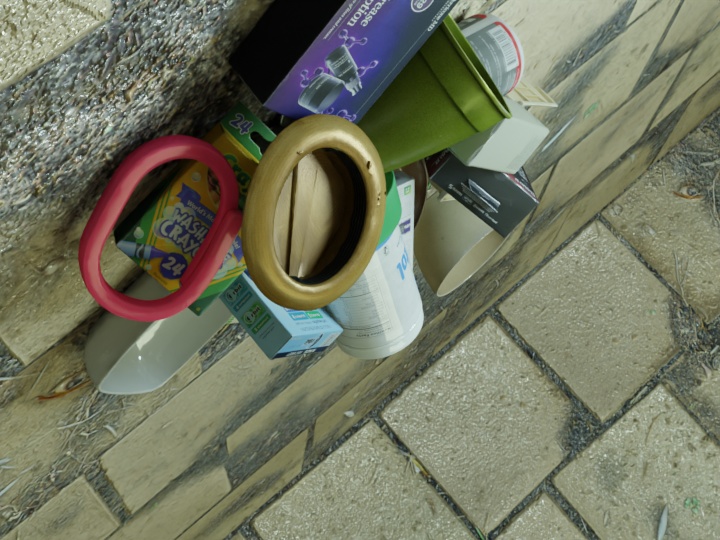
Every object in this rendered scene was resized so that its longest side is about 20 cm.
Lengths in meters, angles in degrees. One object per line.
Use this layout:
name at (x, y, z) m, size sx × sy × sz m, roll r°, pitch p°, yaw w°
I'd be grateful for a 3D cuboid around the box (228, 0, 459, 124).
box at (-0.013, -0.243, 1.139) m, size 0.200 × 0.079 × 0.141 m, roll -48°, pitch 151°, yaw 19°

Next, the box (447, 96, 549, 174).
box at (0.168, -0.177, 1.448) m, size 0.082 × 0.068 × 0.200 m, roll -50°, pitch 162°, yaw 15°

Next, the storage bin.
storage bin at (0.196, -0.219, 1.822) m, size 0.200 × 0.094 × 0.198 m, roll -50°, pitch 164°, yaw 22°

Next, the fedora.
fedora at (-0.062, -0.063, 1.177) m, size 0.199 × 0.081 × 0.203 m, roll -12°, pitch 109°, yaw -38°

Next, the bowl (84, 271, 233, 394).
bowl at (-0.253, 0.063, 1.435) m, size 0.200 × 0.075 × 0.200 m, roll -45°, pitch 167°, yaw 7°

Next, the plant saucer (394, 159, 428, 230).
plant saucer at (0.013, -0.092, 1.597) m, size 0.199 × 0.037 × 0.202 m, roll -27°, pitch 133°, yaw -33°

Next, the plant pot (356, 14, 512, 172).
plant pot at (0.038, -0.201, 1.285) m, size 0.192 × 0.202 × 0.200 m, roll -34°, pitch 168°, yaw 14°

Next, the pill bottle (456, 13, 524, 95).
pill bottle at (0.109, -0.245, 1.464) m, size 0.199 × 0.114 × 0.114 m, roll -33°, pitch 163°, yaw -35°

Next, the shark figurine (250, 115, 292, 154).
shark figurine at (-0.108, -0.114, 1.303) m, size 0.214 × 0.089 × 0.129 m, roll -36°, pitch 163°, yaw -36°

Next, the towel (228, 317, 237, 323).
towel at (-0.126, 0.055, 1.619) m, size 0.152 × 0.024 × 0.199 m, roll -18°, pitch 165°, yaw 42°

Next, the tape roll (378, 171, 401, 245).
tape roll at (-0.051, -0.071, 1.348) m, size 0.200 × 0.199 × 0.049 m, roll -36°, pitch 128°, yaw -28°

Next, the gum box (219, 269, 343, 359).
gum box at (-0.125, 0.016, 1.390) m, size 0.045 × 0.200 × 0.170 m, roll -45°, pitch 166°, yaw 14°

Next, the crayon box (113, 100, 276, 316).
crayon box at (-0.154, -0.066, 1.232) m, size 0.200 × 0.126 × 0.052 m, roll -45°, pitch -155°, yaw 5°

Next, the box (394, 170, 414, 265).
box at (0.013, -0.023, 1.587) m, size 0.143 × 0.036 × 0.202 m, roll -26°, pitch 130°, yaw -33°

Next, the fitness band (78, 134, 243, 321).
fitness band at (-0.204, -0.042, 1.168) m, size 0.143 × 0.037 × 0.201 m, roll 24°, pitch 103°, yaw -31°

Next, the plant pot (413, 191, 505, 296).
plant pot at (0.169, -0.070, 2.091) m, size 0.200 × 0.135 × 0.201 m, roll -41°, pitch 165°, yaw -13°

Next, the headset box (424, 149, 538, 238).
headset box at (0.166, -0.146, 1.624) m, size 0.077 × 0.148 × 0.201 m, roll -46°, pitch -158°, yaw 21°

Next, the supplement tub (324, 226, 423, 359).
supplement tub at (0.000, 0.000, 1.462) m, size 0.132 × 0.132 × 0.201 m, roll -38°, pitch 133°, yaw -20°
